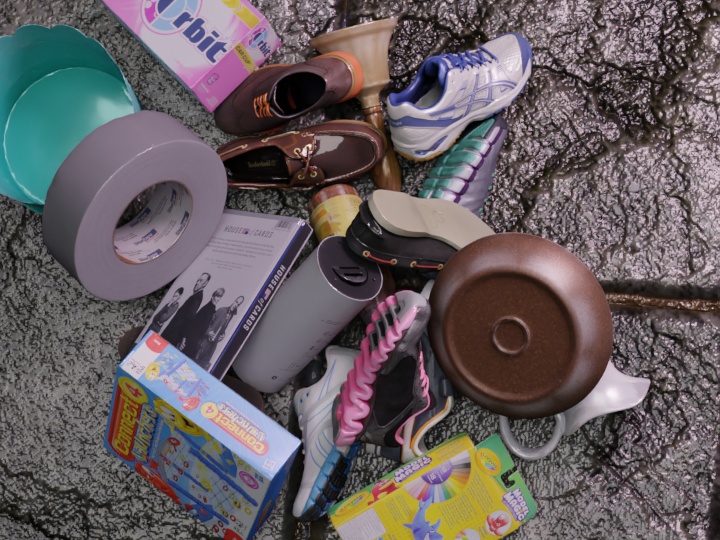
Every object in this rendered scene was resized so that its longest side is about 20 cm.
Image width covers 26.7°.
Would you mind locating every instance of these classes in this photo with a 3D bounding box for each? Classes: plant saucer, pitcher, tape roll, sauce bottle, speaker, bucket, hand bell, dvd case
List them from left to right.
[{"bbox_3d":[-0.334,-0.158,1.688,0.205,0.135,0.209,-1,82,5],"label":"bucket"},{"bbox_3d":[-0.239,-0.068,1.616,0.066,0.200,0.201,39,86,31],"label":"tape roll"},{"bbox_3d":[-0.152,0.023,1.638,0.150,0.025,0.201,10,62,48],"label":"dvd case"},{"bbox_3d":[-0.060,0.049,1.611,0.081,0.200,0.082,20,47,-24],"label":"speaker"},{"bbox_3d":[0.000,0.000,1.647,0.066,0.066,0.201,-23,58,1],"label":"sauce bottle"},{"bbox_3d":[0.016,-0.172,1.703,0.103,0.104,0.202,-14,94,2],"label":"hand bell"},{"bbox_3d":[0.157,0.063,1.556,0.199,0.037,0.202,6,106,19],"label":"plant saucer"},{"bbox_3d":[0.187,0.092,1.636,0.171,0.121,0.200,-37,92,14],"label":"pitcher"}]

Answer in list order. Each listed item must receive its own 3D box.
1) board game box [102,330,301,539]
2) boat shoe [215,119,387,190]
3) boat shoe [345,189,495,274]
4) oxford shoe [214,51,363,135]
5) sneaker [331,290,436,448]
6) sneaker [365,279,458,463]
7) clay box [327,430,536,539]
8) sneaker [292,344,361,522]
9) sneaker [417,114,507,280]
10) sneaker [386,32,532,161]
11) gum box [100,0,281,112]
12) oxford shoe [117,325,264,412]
[{"bbox_3d":[-0.172,0.183,1.598,0.195,0.200,0.056,35,57,8],"label":"board game box"},{"bbox_3d":[-0.071,-0.120,1.676,0.198,0.070,0.071,-8,105,17],"label":"boat shoe"},{"bbox_3d":[0.070,-0.034,1.604,0.063,0.200,0.074,-47,50,32],"label":"boat shoe"},{"bbox_3d":[-0.095,-0.192,1.671,0.199,0.072,0.072,-18,97,35],"label":"oxford shoe"},{"bbox_3d":[0.041,0.107,1.564,0.095,0.079,0.201,17,124,-12],"label":"sneaker"},{"bbox_3d":[0.074,0.114,1.653,0.079,0.078,0.201,19,95,11],"label":"sneaker"},{"bbox_3d":[0.079,0.258,1.626,0.199,0.048,0.115,-30,110,-1],"label":"clay box"},{"bbox_3d":[-0.041,0.175,1.663,0.086,0.075,0.201,20,79,17],"label":"sneaker"},{"bbox_3d":[0.115,-0.076,1.693,0.087,0.074,0.201,40,79,-24],"label":"sneaker"},{"bbox_3d":[0.112,-0.207,1.667,0.200,0.088,0.075,-43,49,-18],"label":"sneaker"},{"bbox_3d":[-0.199,-0.288,1.709,0.113,0.066,0.200,-44,66,-3],"label":"gum box"},{"bbox_3d":[-0.188,0.131,1.677,0.199,0.071,0.071,32,67,23],"label":"oxford shoe"}]
